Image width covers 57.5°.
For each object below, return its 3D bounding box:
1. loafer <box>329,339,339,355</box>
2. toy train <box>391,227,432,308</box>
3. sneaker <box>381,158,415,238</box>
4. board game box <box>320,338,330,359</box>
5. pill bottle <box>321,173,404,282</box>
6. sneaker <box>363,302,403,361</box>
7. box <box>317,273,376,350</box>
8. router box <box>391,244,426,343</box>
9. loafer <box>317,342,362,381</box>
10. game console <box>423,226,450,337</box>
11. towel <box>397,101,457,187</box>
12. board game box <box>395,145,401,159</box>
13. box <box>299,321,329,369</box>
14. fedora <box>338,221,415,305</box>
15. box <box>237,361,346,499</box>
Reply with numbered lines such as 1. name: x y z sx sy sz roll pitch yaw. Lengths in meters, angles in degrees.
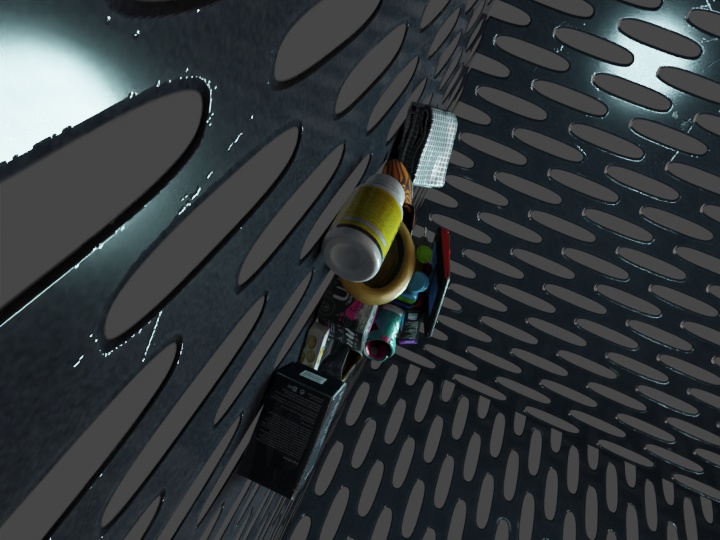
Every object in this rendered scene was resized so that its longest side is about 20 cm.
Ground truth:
1. loafer: -0.052 0.226 1.692 0.072 0.062 0.204 75 38 -78
2. toy train: 0.128 -0.027 1.444 0.116 0.083 0.204 123 -15 -70
3. sneaker: 0.093 -0.159 1.482 0.112 0.076 0.205 138 -57 -86
4. board game box: -0.089 0.184 1.637 0.201 0.025 0.203 96 17 -69
5. pill bottle: 0.013 -0.085 1.197 0.114 0.110 0.202 106 9 -48
6. sneaker: 0.044 0.156 1.564 0.200 0.082 0.123 124 -13 -72
7. box: -0.010 0.050 1.455 0.133 0.112 0.203 94 16 -67
8. router box: 0.114 0.055 1.612 0.202 0.050 0.152 -97 -169 -50
9. loafer: -0.022 0.206 1.620 0.201 0.071 0.074 -53 132 -32
10. game console: 0.169 0.023 1.488 0.179 0.030 0.203 -82 -179 -46
11. towel: 0.163 -0.302 1.618 0.165 0.084 0.205 -13 119 -59
12. board game box: 0.140 -0.329 1.770 0.200 0.044 0.155 66 46 -80
13. box: -0.113 0.206 1.437 0.039 0.041 0.203 -55 166 -59
14. fedora: 0.020 -0.029 1.355 0.081 0.199 0.204 -9 -127 61
15. box: -0.126 0.299 1.266 0.200 0.122 0.201 23 88 -84
